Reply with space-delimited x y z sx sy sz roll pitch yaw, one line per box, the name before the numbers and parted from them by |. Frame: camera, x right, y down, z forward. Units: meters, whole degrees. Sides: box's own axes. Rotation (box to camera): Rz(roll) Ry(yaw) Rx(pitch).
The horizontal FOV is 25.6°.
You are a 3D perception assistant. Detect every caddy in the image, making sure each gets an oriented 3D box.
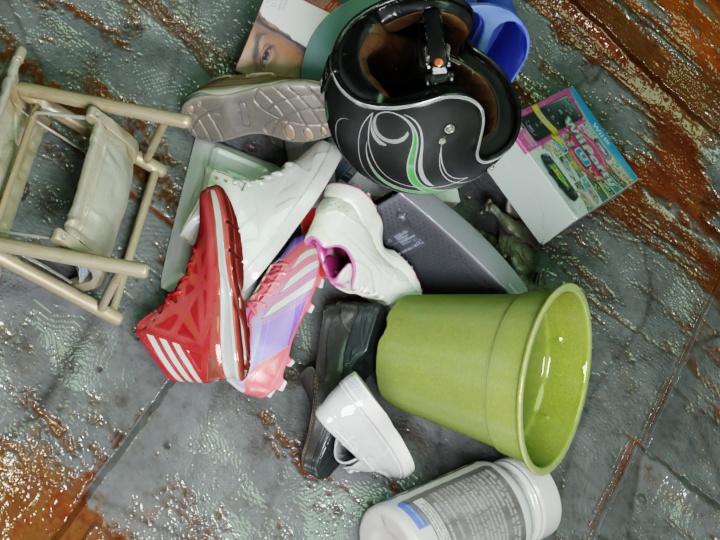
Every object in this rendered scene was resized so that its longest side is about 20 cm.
caddy | 0.113 -0.248 1.867 0.140 0.201 0.106 9 46 -22

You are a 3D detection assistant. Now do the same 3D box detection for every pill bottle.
pill bottle | 0.107 0.266 1.655 0.199 0.114 0.115 -18 76 -33

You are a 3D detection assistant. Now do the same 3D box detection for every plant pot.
plant pot | 0.123 0.100 1.682 0.188 0.201 0.201 9 50 27

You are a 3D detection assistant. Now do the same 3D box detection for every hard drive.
hard drive | 0.087 -0.013 1.758 0.200 0.135 0.042 42 56 -14

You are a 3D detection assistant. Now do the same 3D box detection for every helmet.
helmet | 0.063 -0.173 1.644 0.198 0.191 0.202 -7 59 11

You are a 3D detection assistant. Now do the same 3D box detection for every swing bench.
swing bench | -0.297 -0.084 1.600 0.198 0.130 0.201 20 59 -13

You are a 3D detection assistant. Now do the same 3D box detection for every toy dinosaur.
toy dinosaur | 0.179 -0.023 1.873 0.102 0.077 0.201 25 41 -36

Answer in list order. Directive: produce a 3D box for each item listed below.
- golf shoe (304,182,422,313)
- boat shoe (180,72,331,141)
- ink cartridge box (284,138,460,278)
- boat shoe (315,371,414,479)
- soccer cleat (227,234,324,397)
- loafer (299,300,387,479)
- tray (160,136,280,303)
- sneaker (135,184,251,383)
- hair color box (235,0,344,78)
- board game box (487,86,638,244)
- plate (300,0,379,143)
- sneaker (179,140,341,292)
golf shoe | 0.000 0.000 1.723 0.092 0.075 0.201 -56 128 -32
boat shoe | -0.098 -0.189 1.747 0.198 0.076 0.072 2 34 10
ink cartridge box | 0.021 -0.078 1.819 0.198 0.045 0.178 2 65 -28
boat shoe | 0.003 0.174 1.625 0.068 0.200 0.072 -34 64 -3
soccer cleat | -0.094 0.040 1.685 0.076 0.067 0.202 28 60 -21
loafer | -0.031 0.125 1.689 0.072 0.073 0.202 10 62 20
tray | -0.147 -0.053 1.728 0.107 0.022 0.202 22 58 -19
sneaker | -0.178 0.016 1.608 0.114 0.078 0.202 -7 77 6
hair color box | -0.028 -0.238 1.796 0.198 0.112 0.064 25 22 1
board game box | 0.237 -0.130 1.916 0.148 0.064 0.200 55 34 4
plate | 0.030 -0.205 1.751 0.200 0.200 0.026 41 19 -5
sneaker | -0.110 -0.089 1.696 0.115 0.074 0.201 39 65 -7
